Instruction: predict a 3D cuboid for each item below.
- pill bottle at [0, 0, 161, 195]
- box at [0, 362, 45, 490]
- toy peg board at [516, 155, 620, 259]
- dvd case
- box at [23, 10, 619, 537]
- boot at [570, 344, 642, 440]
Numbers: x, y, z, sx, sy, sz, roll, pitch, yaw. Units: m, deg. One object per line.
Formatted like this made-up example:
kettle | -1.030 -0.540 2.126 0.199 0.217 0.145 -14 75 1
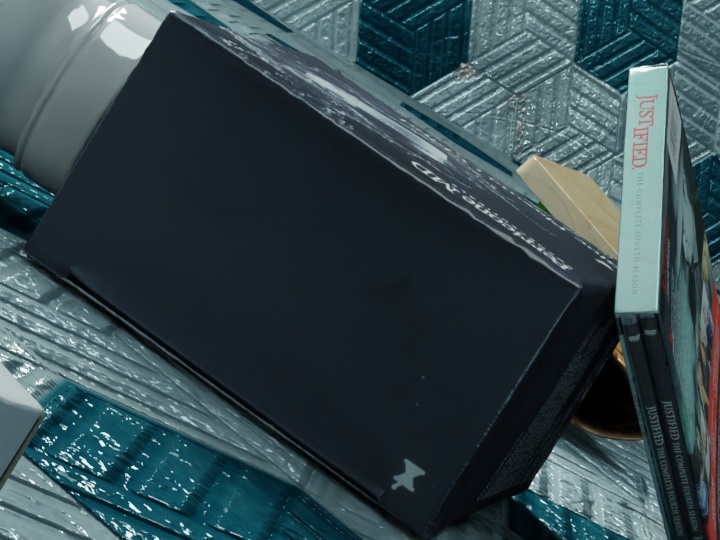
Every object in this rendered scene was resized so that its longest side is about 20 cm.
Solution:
pill bottle | -0.183 -0.118 0.958 0.200 0.113 0.112 33 7 1
box | -0.191 -0.014 0.544 0.200 0.041 0.156 23 12 -46
toy peg board | 0.175 0.029 1.673 0.199 0.098 0.200 51 12 13
dvd case | 0.139 0.032 1.003 0.200 0.022 0.146 72 20 -45
box | 0.000 0.000 0.953 0.196 0.118 0.200 34 9 12
boot | 0.142 0.052 1.345 0.200 0.077 0.155 25 9 -31
